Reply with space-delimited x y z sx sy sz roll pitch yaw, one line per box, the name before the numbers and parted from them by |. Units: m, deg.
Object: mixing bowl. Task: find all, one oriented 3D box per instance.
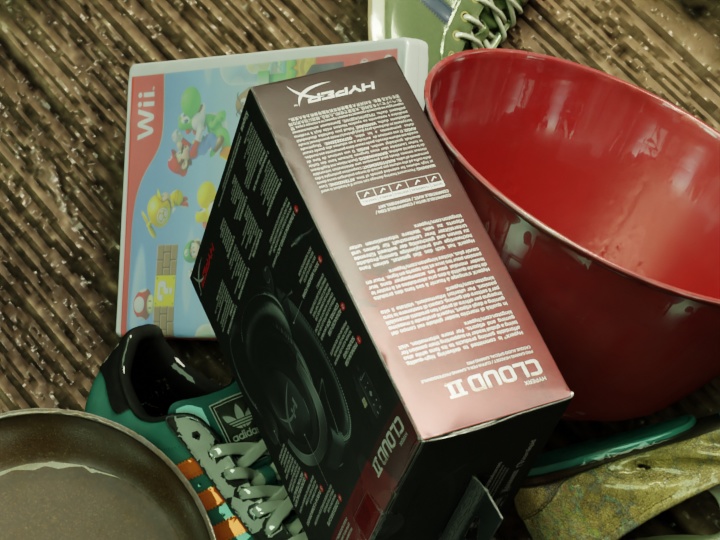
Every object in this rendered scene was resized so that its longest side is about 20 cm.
mixing bowl | 0.101 -0.003 1.129 0.200 0.200 0.109 42 122 28

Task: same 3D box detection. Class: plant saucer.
plant saucer | -0.156 0.164 1.162 0.199 0.032 0.201 -5 69 13

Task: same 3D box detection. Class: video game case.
video game case | -0.047 -0.037 1.221 0.199 0.017 0.144 -1 85 44

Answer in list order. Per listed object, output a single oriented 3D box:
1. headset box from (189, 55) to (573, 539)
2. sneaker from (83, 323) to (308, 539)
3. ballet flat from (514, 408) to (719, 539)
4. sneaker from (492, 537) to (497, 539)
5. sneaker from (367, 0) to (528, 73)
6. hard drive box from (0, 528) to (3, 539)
headset box | 0.007 0.035 1.062 0.077 0.149 0.201 -15 61 -24
sneaker | -0.062 0.102 1.191 0.200 0.071 0.080 36 123 29
ballet flat | 0.168 0.088 1.127 0.199 0.071 0.071 -21 66 14
sneaker | -0.002 0.167 1.103 0.200 0.066 0.091 -33 82 -38
sneaker | 0.052 -0.142 1.237 0.089 0.067 0.201 -5 62 10
hard drive box | -0.242 0.209 1.240 0.199 0.077 0.157 -24 65 13
